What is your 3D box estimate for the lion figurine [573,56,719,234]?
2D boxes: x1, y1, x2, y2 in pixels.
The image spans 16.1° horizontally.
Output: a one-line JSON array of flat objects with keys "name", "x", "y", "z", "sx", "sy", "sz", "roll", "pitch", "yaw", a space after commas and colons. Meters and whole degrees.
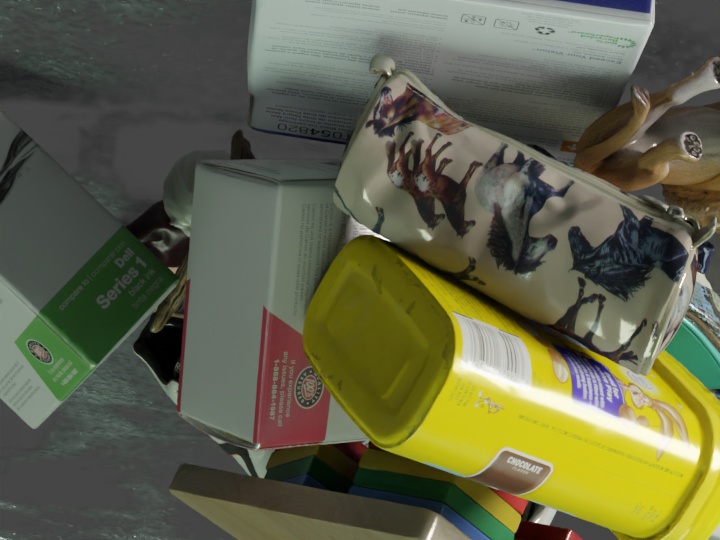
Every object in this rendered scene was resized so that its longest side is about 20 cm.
[{"name": "lion figurine", "x": 0.167, "y": -0.064, "z": 1.337, "sx": 0.199, "sy": 0.073, "sz": 0.122, "roll": 10, "pitch": 158, "yaw": -43}]

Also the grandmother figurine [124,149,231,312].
[{"name": "grandmother figurine", "x": -0.120, "y": -0.021, "z": 1.600, "sx": 0.121, "sy": 0.061, "sz": 0.200, "roll": -25, "pitch": 170, "yaw": -29}]

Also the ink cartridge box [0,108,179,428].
[{"name": "ink cartridge box", "x": -0.221, "y": -0.018, "z": 1.488, "sx": 0.200, "sy": 0.084, "sz": 0.146, "roll": 45, "pitch": 153, "yaw": -3}]

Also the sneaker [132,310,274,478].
[{"name": "sneaker", "x": -0.079, "y": 0.088, "z": 1.621, "sx": 0.080, "sy": 0.074, "sz": 0.200, "roll": 26, "pitch": -175, "yaw": -42}]

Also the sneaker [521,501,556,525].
[{"name": "sneaker", "x": 0.116, "y": 0.076, "z": 1.565, "sx": 0.073, "sy": 0.201, "sz": 0.071, "roll": 9, "pitch": -176, "yaw": -2}]

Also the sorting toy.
[{"name": "sorting toy", "x": 0.027, "y": 0.152, "z": 1.481, "sx": 0.198, "sy": 0.070, "sz": 0.200, "roll": 6, "pitch": 156, "yaw": 42}]

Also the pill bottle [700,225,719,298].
[{"name": "pill bottle", "x": 0.280, "y": 0.027, "z": 1.512, "sx": 0.108, "sy": 0.109, "sz": 0.200, "roll": -9, "pitch": 153, "yaw": 37}]

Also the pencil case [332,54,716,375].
[{"name": "pencil case", "x": 0.078, "y": -0.030, "z": 1.280, "sx": 0.199, "sy": 0.090, "sz": 0.078, "roll": 28, "pitch": -167, "yaw": 8}]

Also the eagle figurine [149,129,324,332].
[{"name": "eagle figurine", "x": 0.000, "y": -0.004, "z": 1.506, "sx": 0.199, "sy": 0.151, "sz": 0.152, "roll": 25, "pitch": 128, "yaw": -11}]

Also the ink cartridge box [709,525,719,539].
[{"name": "ink cartridge box", "x": 0.171, "y": 0.120, "z": 1.771, "sx": 0.199, "sy": 0.085, "sz": 0.146, "roll": 23, "pitch": 173, "yaw": -35}]

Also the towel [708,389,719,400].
[{"name": "towel", "x": 0.210, "y": 0.069, "z": 1.643, "sx": 0.199, "sy": 0.024, "sz": 0.147, "roll": 25, "pitch": 177, "yaw": 33}]

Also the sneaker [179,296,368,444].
[{"name": "sneaker", "x": -0.042, "y": 0.066, "z": 1.776, "sx": 0.200, "sy": 0.081, "sz": 0.088, "roll": 24, "pitch": 146, "yaw": -34}]

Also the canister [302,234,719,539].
[{"name": "canister", "x": 0.082, "y": 0.063, "z": 1.317, "sx": 0.199, "sy": 0.087, "sz": 0.149, "roll": 22, "pitch": -164, "yaw": -33}]

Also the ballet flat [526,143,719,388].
[{"name": "ballet flat", "x": 0.147, "y": -0.006, "z": 1.402, "sx": 0.200, "sy": 0.075, "sz": 0.074, "roll": 34, "pitch": 148, "yaw": -32}]

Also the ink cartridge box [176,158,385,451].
[{"name": "ink cartridge box", "x": 0.007, "y": 0.015, "z": 1.400, "sx": 0.199, "sy": 0.147, "sz": 0.083, "roll": -2, "pitch": -169, "yaw": -38}]

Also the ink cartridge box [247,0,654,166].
[{"name": "ink cartridge box", "x": 0.041, "y": -0.115, "z": 1.322, "sx": 0.198, "sy": 0.041, "sz": 0.200, "roll": 8, "pitch": 159, "yaw": -2}]
